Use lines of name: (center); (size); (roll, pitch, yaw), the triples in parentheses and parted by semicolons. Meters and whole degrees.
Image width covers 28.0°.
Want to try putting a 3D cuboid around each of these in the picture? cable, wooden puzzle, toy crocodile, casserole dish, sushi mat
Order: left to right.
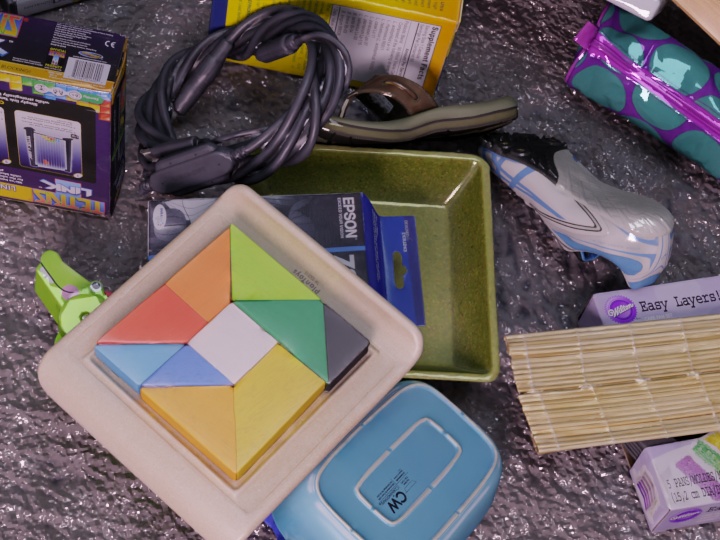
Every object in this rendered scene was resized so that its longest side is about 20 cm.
toy crocodile: (-0.166, 0.067, 1.018); (0.062, 0.068, 0.200); (-32, 72, -26)
wooden puzzle: (-0.086, 0.057, 0.964); (0.185, 0.037, 0.200); (39, 70, 14)
cable: (-0.088, -0.134, 1.112); (0.200, 0.051, 0.163); (-19, 44, 28)
casserole dish: (0.026, 0.146, 0.992); (0.121, 0.039, 0.200); (42, 45, 9)
sushi mat: (0.209, 0.080, 1.056); (0.200, 0.012, 0.096); (-5, 62, -12)

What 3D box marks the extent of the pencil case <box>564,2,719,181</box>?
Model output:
pencil case: (0.271, -0.143, 1.213); (0.200, 0.092, 0.085); (35, 104, 12)

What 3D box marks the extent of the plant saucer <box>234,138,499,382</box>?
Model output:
plant saucer: (0.000, 0.000, 1.097); (0.199, 0.048, 0.200); (3, 59, -6)

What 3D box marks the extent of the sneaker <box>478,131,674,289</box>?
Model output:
sneaker: (0.162, -0.053, 1.142); (0.072, 0.073, 0.200); (-13, 38, -37)

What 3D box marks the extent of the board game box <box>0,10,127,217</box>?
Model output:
board game box: (-0.272, -0.120, 1.051); (0.200, 0.165, 0.057); (11, 60, -5)

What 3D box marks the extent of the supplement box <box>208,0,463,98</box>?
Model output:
supplement box: (-0.019, -0.231, 1.199); (0.200, 0.109, 0.110); (11, 58, -4)

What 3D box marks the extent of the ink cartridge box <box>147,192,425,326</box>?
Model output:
ink cartridge box: (-0.053, -0.006, 1.040); (0.200, 0.039, 0.100); (-3, 59, -5)

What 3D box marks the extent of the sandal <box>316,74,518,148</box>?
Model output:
sandal: (0.032, -0.130, 1.163); (0.201, 0.080, 0.057); (-9, 91, -25)

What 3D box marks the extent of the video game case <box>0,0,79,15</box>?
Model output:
video game case: (-0.257, -0.320, 1.256); (0.180, 0.026, 0.200); (-21, 66, -21)

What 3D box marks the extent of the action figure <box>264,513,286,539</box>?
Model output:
action figure: (-0.031, 0.203, 0.976); (0.065, 0.052, 0.200); (-8, 63, -21)

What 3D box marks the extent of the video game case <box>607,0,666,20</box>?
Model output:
video game case: (0.174, -0.275, 1.248); (0.200, 0.024, 0.182); (30, 18, 7)

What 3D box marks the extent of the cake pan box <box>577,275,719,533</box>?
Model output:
cake pan box: (0.279, 0.093, 1.097); (0.200, 0.052, 0.184); (-6, 59, -13)

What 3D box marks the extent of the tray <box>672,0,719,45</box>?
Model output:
tray: (0.308, -0.226, 1.250); (0.200, 0.037, 0.099); (45, 19, 4)
